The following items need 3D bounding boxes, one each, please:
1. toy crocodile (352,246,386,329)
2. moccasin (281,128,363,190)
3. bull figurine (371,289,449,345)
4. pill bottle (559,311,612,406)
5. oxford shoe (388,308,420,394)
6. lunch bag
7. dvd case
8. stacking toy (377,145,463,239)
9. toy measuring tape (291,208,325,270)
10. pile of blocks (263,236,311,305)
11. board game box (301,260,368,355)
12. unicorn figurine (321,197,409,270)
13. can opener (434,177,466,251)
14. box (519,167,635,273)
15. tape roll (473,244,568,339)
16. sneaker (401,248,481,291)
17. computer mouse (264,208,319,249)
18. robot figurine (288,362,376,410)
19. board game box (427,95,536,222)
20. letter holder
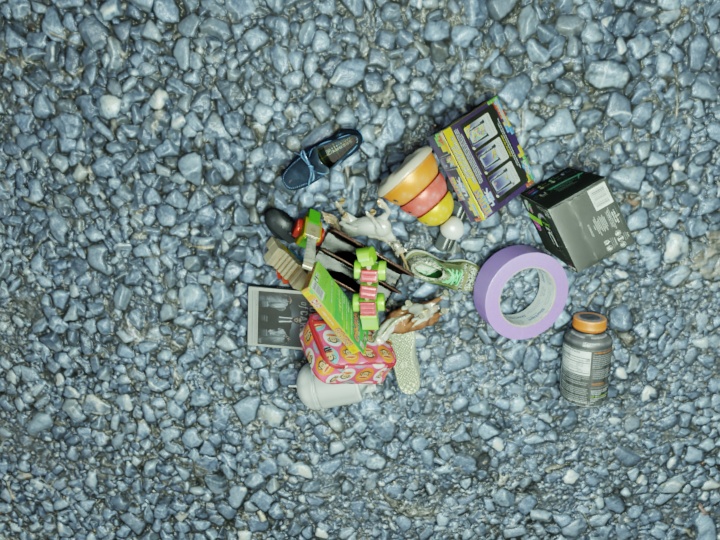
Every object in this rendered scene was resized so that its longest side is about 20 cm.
[{"bbox_3d":[0.017,0.040,1.096,0.067,0.062,0.201,3,120,5],"label":"toy crocodile"},{"bbox_3d":[-0.087,-0.241,1.142,0.199,0.068,0.081,-36,102,11],"label":"moccasin"},{"bbox_3d":[0.112,0.104,1.185,0.121,0.199,0.065,-42,71,50],"label":"bull figurine"},{"bbox_3d":[0.518,0.199,1.235,0.105,0.106,0.202,-1,106,2],"label":"pill bottle"},{"bbox_3d":[0.101,0.189,1.272,0.075,0.058,0.202,-11,91,11],"label":"oxford shoe"},{"bbox_3d":[-0.032,0.163,1.195,0.199,0.177,0.082,7,128,-36],"label":"lunch bag"},{"bbox_3d":[-0.166,0.113,1.270,0.198,0.025,0.152,5,107,1],"label":"dvd case"},{"bbox_3d":[0.145,-0.143,1.119,0.146,0.146,0.200,-41,98,12],"label":"stacking toy"},{"bbox_3d":[-0.114,-0.056,1.140,0.073,0.201,0.074,0,133,0],"label":"toy measuring tape"},{"bbox_3d":[-0.143,0.013,1.214,0.200,0.082,0.062,44,104,5],"label":"pile of blocks"},{"bbox_3d":[-0.046,0.083,1.114,0.030,0.096,0.200,-27,116,25],"label":"board game box"},{"bbox_3d":[0.023,-0.094,1.169,0.199,0.138,0.074,19,63,24],"label":"unicorn figurine"},{"bbox_3d":[0.203,-0.143,1.182,0.067,0.053,0.201,30,108,26],"label":"can opener"},{"bbox_3d":[0.433,-0.110,1.098,0.124,0.200,0.149,-29,103,8],"label":"box"},{"bbox_3d":[0.354,0.048,1.192,0.198,0.066,0.202,-4,109,-12],"label":"tape roll"},{"bbox_3d":[0.189,0.012,1.198,0.198,0.089,0.078,12,106,-3],"label":"sneaker"},{"bbox_3d":[-0.136,-0.064,1.213,0.200,0.034,0.059,40,102,-10],"label":"computer mouse"},{"bbox_3d":[-0.065,0.262,1.264,0.198,0.114,0.170,-12,139,4],"label":"robot figurine"},{"bbox_3d":[0.253,-0.227,1.108,0.165,0.057,0.201,-35,104,-20],"label":"board game box"},{"bbox_3d":[0.000,0.000,1.157,0.199,0.142,0.101,29,87,-9],"label":"letter holder"}]
